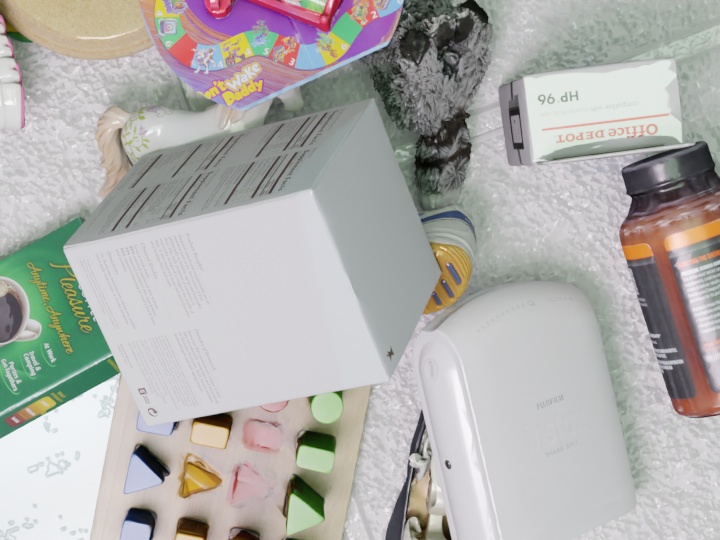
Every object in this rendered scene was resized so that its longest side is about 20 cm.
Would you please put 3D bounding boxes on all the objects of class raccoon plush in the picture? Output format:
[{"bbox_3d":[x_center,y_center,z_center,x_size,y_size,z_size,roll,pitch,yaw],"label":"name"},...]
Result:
[{"bbox_3d":[0.017,-0.150,1.408,0.133,0.096,0.202,28,119,34],"label":"raccoon plush"}]

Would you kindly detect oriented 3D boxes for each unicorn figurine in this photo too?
[{"bbox_3d":[-0.111,-0.096,1.380,0.198,0.074,0.139,-4,119,1],"label":"unicorn figurine"}]

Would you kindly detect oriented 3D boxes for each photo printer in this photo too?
[{"bbox_3d":[0.125,0.111,1.394,0.165,0.069,0.202,-15,94,-38],"label":"photo printer"}]

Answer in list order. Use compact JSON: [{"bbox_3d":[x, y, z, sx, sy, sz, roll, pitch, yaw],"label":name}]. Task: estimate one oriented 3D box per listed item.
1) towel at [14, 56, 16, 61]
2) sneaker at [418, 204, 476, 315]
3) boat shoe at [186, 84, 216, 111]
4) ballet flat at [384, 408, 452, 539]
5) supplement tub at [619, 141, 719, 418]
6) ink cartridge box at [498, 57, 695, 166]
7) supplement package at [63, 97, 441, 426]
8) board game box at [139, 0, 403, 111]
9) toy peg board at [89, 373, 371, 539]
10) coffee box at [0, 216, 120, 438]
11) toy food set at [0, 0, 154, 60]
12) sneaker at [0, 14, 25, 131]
[{"bbox_3d":[-0.384,-0.149,1.414,0.199,0.024,0.148,29,91,-3],"label":"towel"},{"bbox_3d":[0.000,0.000,1.417,0.198,0.088,0.076,-8,122,21],"label":"sneaker"},{"bbox_3d":[-0.082,-0.216,1.403,0.073,0.060,0.202,16,108,-12],"label":"boat shoe"},{"bbox_3d":[0.058,0.193,1.430,0.072,0.073,0.202,9,93,-3],"label":"ballet flat"},{"bbox_3d":[0.265,0.005,1.408,0.106,0.107,0.202,-18,95,-1],"label":"supplement tub"},{"bbox_3d":[0.172,-0.117,1.349,0.115,0.200,0.069,-8,94,-2],"label":"ink cartridge box"},{"bbox_3d":[-0.072,-0.006,1.294,0.198,0.151,0.153,-12,115,24],"label":"supplement package"},{"bbox_3d":[-0.065,-0.215,1.318,0.199,0.039,0.159,-24,85,-1],"label":"board game box"},{"bbox_3d":[-0.101,0.150,1.407,0.197,0.098,0.202,11,93,-3],"label":"toy peg board"},{"bbox_3d":[-0.273,0.059,1.397,0.199,0.044,0.124,-30,64,-1],"label":"coffee box"},{"bbox_3d":[-0.205,-0.263,1.399,0.196,0.049,0.202,4,91,-1],"label":"toy food set"},{"bbox_3d":[-0.321,-0.191,1.369,0.087,0.074,0.202,-18,84,-22],"label":"sneaker"}]
